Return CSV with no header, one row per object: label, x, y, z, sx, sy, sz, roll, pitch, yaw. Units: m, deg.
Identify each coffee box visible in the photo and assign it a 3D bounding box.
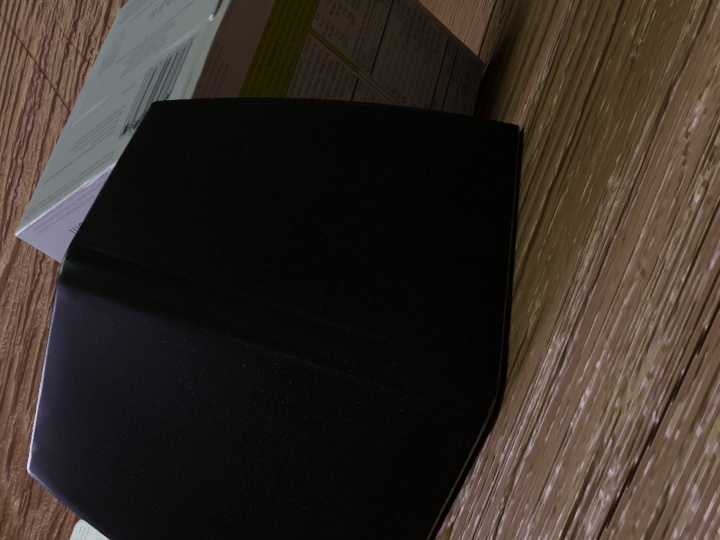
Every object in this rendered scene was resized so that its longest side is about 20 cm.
coffee box,-0.065,-0.082,0.774,0.199,0.197,0.202,-22,42,45

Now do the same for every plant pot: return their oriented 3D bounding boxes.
plant pot,-0.044,0.032,0.553,0.201,0.175,0.201,-75,5,-52

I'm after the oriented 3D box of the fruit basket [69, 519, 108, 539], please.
fruit basket,-0.114,0.236,0.647,0.198,0.094,0.187,-6,56,37
